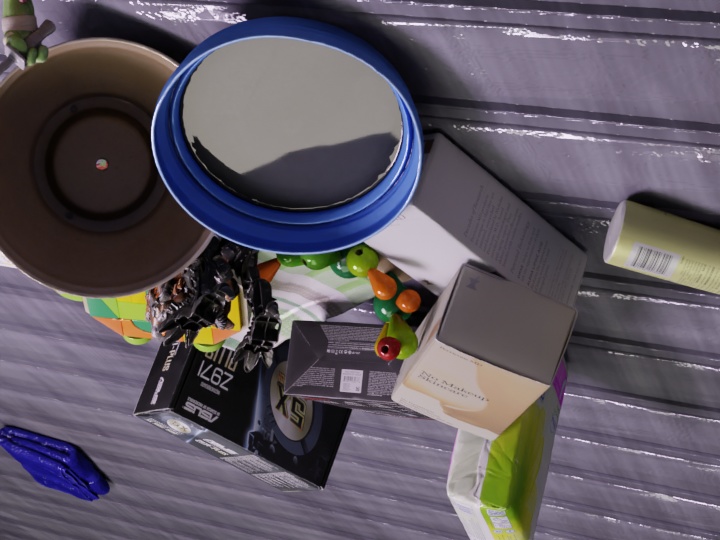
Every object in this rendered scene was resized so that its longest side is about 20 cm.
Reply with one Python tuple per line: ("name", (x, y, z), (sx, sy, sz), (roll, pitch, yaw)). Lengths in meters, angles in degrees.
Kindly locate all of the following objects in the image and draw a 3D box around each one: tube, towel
("tube", (0.286, -0.002, 1.314), (0.199, 0.052, 0.058), (17, -159, -1))
("towel", (-0.089, 0.027, 1.636), (0.149, 0.031, 0.200), (21, 146, -38))
("towel", (-0.502, 0.319, 2.804), (0.147, 0.050, 0.200), (13, 158, 15))

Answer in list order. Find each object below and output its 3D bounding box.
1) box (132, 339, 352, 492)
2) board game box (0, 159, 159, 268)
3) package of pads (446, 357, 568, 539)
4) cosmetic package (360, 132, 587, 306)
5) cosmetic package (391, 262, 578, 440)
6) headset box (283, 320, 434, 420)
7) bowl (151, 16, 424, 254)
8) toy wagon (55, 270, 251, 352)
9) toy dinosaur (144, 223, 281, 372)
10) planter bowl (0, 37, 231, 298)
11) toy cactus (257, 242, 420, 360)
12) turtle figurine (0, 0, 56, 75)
("box", (-0.110, 0.116, 1.791), (0.200, 0.164, 0.086), (31, 157, -26))
("board game box", (-0.254, -0.062, 1.525), (0.199, 0.135, 0.034), (8, 156, 27))
("package of pads", (0.137, 0.146, 1.590), (0.068, 0.201, 0.155), (8, 157, 17))
("cosmetic package", (0.082, -0.027, 1.395), (0.200, 0.074, 0.102), (34, 155, -34))
("cosmetic package", (0.098, 0.072, 1.423), (0.105, 0.071, 0.200), (22, 160, 0))
("headset box", (0.043, 0.101, 1.669), (0.148, 0.078, 0.200), (2, 172, 32))
("bowl", (-0.052, -0.099, 1.268), (0.200, 0.039, 0.201), (3, 131, 3))
("toy wagon", (-0.200, 0.017, 1.577), (0.199, 0.040, 0.155), (5, 144, 3))
("toy dinosaur", (-0.119, -0.001, 1.406), (0.102, 0.136, 0.200), (4, 139, -17))
("planter bowl", (-0.207, -0.084, 1.384), (0.200, 0.201, 0.135), (24, -178, -9))
("toy cactus", (0.000, 0.000, 1.465), (0.200, 0.102, 0.165), (45, -157, 25))
("turtle figurine", (-0.208, -0.189, 1.122), (0.193, 0.200, 0.144), (-7, 121, 6))
